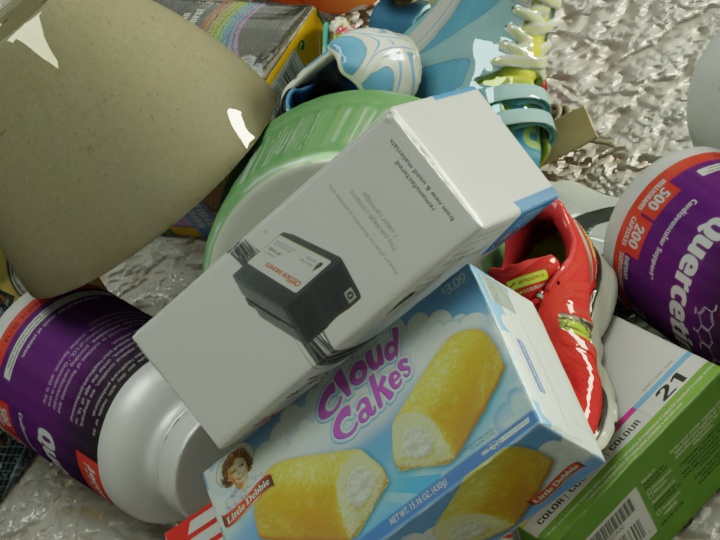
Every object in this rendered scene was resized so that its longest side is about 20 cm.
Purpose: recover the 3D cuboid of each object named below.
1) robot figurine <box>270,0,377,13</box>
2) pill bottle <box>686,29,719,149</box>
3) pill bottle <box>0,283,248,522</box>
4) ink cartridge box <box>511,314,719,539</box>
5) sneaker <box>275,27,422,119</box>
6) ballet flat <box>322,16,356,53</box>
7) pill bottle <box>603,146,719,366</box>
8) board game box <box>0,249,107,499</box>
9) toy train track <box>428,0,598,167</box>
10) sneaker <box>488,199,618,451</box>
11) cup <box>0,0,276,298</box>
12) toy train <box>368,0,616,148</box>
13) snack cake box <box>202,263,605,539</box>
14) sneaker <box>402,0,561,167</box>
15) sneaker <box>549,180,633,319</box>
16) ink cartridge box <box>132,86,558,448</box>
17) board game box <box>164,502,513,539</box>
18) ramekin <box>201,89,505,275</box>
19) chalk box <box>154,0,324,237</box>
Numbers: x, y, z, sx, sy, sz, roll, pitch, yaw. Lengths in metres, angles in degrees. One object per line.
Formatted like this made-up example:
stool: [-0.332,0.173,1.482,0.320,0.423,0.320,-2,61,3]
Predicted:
robot figurine: [-0.046,-0.253,1.975,0.200,0.144,0.117,18,96,42]
pill bottle: [0.299,-0.079,1.578,0.114,0.114,0.200,-41,40,-14]
pill bottle: [-0.143,0.086,1.656,0.112,0.113,0.200,-44,41,-18]
ink cartridge box: [0.104,0.093,1.541,0.148,0.076,0.200,-44,43,-17]
sneaker: [-0.034,-0.083,1.677,0.200,0.072,0.072,-52,46,40]
ballet flat: [0.002,-0.072,1.759,0.064,0.076,0.201,1,75,6]
pill bottle: [0.236,0.013,1.519,0.112,0.113,0.200,-38,39,-11]
board game box: [-0.246,0.064,1.736,0.035,0.136,0.200,11,53,40]
toy train track: [0.088,-0.111,1.725,0.115,0.033,0.200,-25,82,20]
sneaker: [0.096,0.036,1.480,0.077,0.085,0.200,-17,38,19]
cup: [-0.174,-0.101,1.642,0.200,0.143,0.200,-36,18,14]
toy train: [0.088,-0.152,1.767,0.200,0.116,0.085,13,31,40]
snack cake box: [0.020,0.105,1.409,0.200,0.067,0.115,-39,49,19]
sneaker: [0.102,-0.134,1.642,0.200,0.079,0.131,-51,50,24]
sneaker: [0.097,-0.021,1.673,0.200,0.074,0.080,11,46,21]
ink cartridge box: [-0.007,-0.003,1.450,0.200,0.084,0.145,-40,-6,22]
board game box: [-0.010,0.167,1.483,0.200,0.046,0.152,-36,50,22]
ramekin: [0.000,0.000,1.589,0.200,0.200,0.098,-16,15,16]
chalk box: [-0.113,-0.106,1.851,0.200,0.124,0.125,7,52,37]
